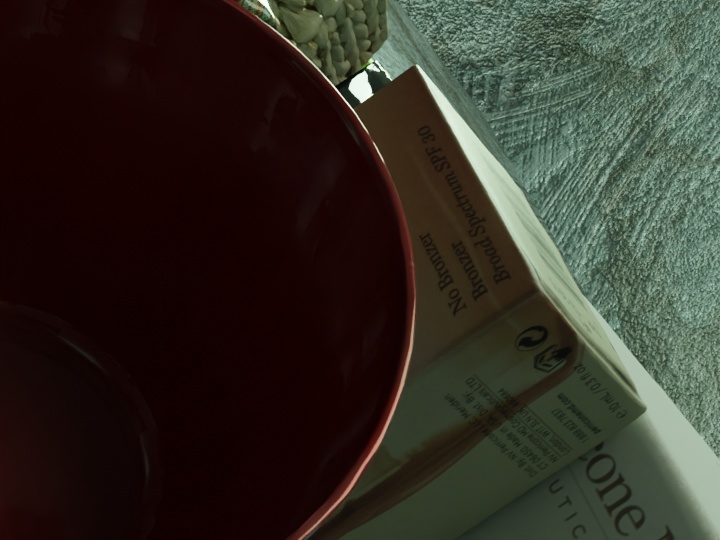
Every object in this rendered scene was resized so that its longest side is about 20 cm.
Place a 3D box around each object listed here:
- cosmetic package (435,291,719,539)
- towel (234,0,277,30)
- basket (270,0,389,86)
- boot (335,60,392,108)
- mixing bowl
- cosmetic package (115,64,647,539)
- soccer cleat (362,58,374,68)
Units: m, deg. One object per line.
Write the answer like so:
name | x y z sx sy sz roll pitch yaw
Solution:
cosmetic package | 0.055 0.152 0.542 0.166 0.199 0.168 44 15 -48
towel | -0.104 -0.193 0.657 0.146 0.022 0.202 26 34 -43
basket | -0.087 -0.164 0.872 0.200 0.123 0.136 45 -8 12
boot | 0.000 -0.001 0.790 0.200 0.065 0.167 -57 131 -66
mixing bowl | -0.095 0.021 0.391 0.201 0.198 0.109 62 -31 28
cosmetic package | -0.027 0.045 0.492 0.087 0.199 0.104 41 16 -49
soccer cleat | -0.040 -0.155 0.975 0.202 0.067 0.081 61 -2 14
